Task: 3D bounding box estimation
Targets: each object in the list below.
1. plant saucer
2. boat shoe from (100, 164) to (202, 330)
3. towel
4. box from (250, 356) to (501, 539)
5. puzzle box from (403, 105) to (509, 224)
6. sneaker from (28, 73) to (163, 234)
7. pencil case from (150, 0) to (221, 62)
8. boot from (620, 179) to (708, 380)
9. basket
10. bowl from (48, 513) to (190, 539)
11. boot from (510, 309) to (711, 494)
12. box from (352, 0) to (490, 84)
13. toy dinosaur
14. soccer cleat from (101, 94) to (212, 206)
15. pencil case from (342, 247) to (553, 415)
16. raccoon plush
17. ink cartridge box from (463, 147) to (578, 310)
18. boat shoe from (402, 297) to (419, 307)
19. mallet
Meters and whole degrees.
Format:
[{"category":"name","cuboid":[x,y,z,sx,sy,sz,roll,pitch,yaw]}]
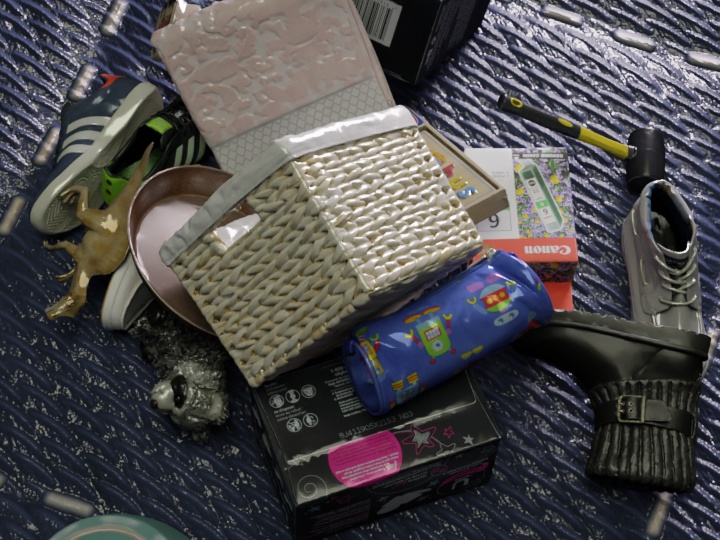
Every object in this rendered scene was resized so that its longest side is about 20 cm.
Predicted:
[{"category":"plant saucer","cuboid":[-0.137,-0.010,1.562,0.200,0.034,0.200,21,47,-24]},{"category":"boat shoe","cuboid":[-0.186,-0.016,1.628,0.069,0.071,0.200,28,66,9]},{"category":"towel","cuboid":[-0.082,-0.194,1.644,0.200,0.191,0.032,-23,22,7]},{"category":"box","cuboid":[0.011,0.152,1.522,0.200,0.115,0.132,-17,63,-12]},{"category":"puzzle box","cuboid":[0.043,-0.090,1.651,0.133,0.025,0.200,-28,41,-16]},{"category":"sneaker","cuboid":[-0.291,-0.124,1.687,0.084,0.075,0.200,25,61,22]},{"category":"pencil case","cuboid":[-0.116,-0.242,1.718,0.200,0.078,0.090,11,75,-14]},{"category":"boot","cuboid":[0.302,0.011,1.610,0.073,0.096,0.200,-9,63,-6]},{"category":"basket","cuboid":[-0.032,-0.024,1.479,0.200,0.198,0.161,-24,79,-51]},{"category":"bowl","cuboid":[-0.222,0.298,1.448,0.200,0.105,0.201,1,64,-1]},{"category":"boot","cuboid":[0.225,0.123,1.556,0.211,0.079,0.158,10,83,20]},{"category":"box","cuboid":[0.047,-0.299,1.717,0.148,0.104,0.200,28,35,13]},{"category":"toy dinosaur","cuboid":[-0.253,-0.042,1.607,0.101,0.058,0.200,32,95,44]},{"category":"soccer cleat","cuboid":[-0.192,-0.140,1.685,0.067,0.081,0.200,33,64,14]},{"category":"pencil case","cuboid":[0.076,0.051,1.469,0.200,0.078,0.087,-28,95,-18]},{"category":"raccoon plush","cuboid":[-0.125,0.072,1.578,0.200,0.097,0.134,-31,75,-16]},{"category":"ink cartridge box","cuboid":[0.162,-0.028,1.653,0.109,0.050,0.200,-1,62,-2]},{"category":"boat shoe","cuboid":[-0.001,0.001,1.626,0.074,0.065,0.202,-34,67,-18]},{"category":"mallet","cuboid":[0.231,-0.148,1.684,0.200,0.041,0.066,26,57,-17]}]
